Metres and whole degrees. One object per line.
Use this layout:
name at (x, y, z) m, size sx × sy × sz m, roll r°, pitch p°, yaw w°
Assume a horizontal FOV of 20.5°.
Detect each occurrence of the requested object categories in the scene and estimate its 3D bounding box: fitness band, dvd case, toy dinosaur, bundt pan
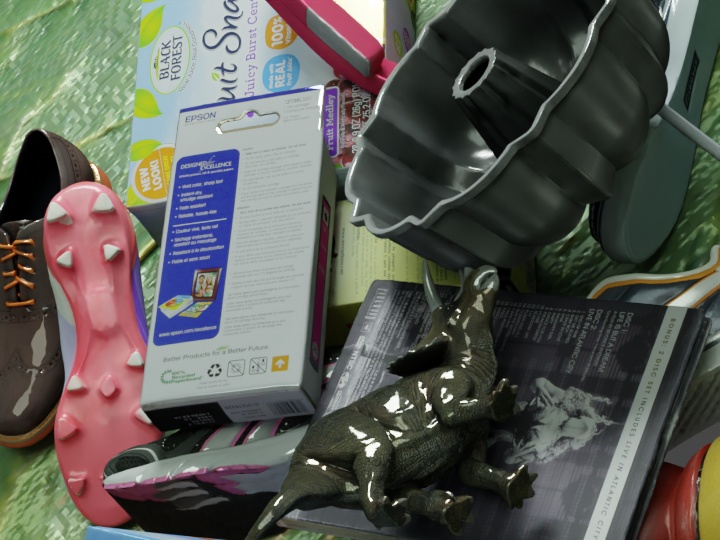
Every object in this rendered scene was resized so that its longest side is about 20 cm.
fitness band at (0.020, -0.181, 1.176) m, size 0.143 × 0.038 × 0.200 m, roll -35°, pitch 68°, yaw -22°
dvd case at (0.064, 0.076, 0.999) m, size 0.198 × 0.016 × 0.150 m, roll 4°, pitch 57°, yaw 35°
toy dinosaur at (0.017, 0.085, 0.946) m, size 0.200 × 0.077 × 0.102 m, roll -40°, pitch 32°, yaw -22°
bundt pan at (0.085, -0.082, 1.041) m, size 0.202 × 0.076 × 0.203 m, roll -42°, pitch 26°, yaw 26°

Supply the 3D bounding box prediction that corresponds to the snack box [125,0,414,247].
snack box at (-0.053, -0.122, 1.225) m, size 0.167 × 0.068 × 0.202 m, roll -9°, pitch 58°, yaw 18°

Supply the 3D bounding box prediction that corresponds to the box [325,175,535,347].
box at (0.000, 0.000, 1.144) m, size 0.198 × 0.050 × 0.076 m, roll -10°, pitch 58°, yaw 17°

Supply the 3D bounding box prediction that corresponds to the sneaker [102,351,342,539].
sneaker at (-0.045, 0.089, 1.107) m, size 0.198 × 0.081 × 0.087 m, roll -12°, pitch 51°, yaw 4°

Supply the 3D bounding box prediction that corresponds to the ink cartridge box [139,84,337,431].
ink cartridge box at (-0.065, -0.009, 1.108) m, size 0.094 × 0.037 × 0.202 m, roll -8°, pitch 58°, yaw 18°

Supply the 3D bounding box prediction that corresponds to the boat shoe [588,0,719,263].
boat shoe at (0.142, -0.092, 1.127) m, size 0.090 × 0.071 × 0.202 m, roll 5°, pitch 58°, yaw 27°

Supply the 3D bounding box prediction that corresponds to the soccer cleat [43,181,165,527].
soccer cleat at (-0.149, 0.048, 1.167) m, size 0.066 × 0.076 × 0.202 m, roll -8°, pitch 85°, yaw 2°

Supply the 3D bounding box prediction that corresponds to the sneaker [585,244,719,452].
sneaker at (0.129, 0.060, 1.038) m, size 0.199 × 0.079 × 0.080 m, roll -28°, pitch 55°, yaw 1°

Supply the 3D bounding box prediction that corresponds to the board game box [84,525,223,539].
board game box at (-0.022, 0.160, 0.971) m, size 0.150 × 0.200 × 0.037 m, roll 8°, pitch 84°, yaw 27°

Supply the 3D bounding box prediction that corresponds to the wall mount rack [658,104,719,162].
wall mount rack at (0.249, -0.101, 1.068) m, size 0.173 × 0.075 × 0.201 m, roll 23°, pitch 72°, yaw 23°

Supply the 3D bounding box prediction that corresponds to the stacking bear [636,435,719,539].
stacking bear at (0.196, 0.126, 0.956) m, size 0.198 × 0.122 × 0.115 m, roll -7°, pitch 57°, yaw 29°

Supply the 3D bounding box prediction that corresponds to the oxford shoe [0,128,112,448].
oxford shoe at (-0.204, 0.009, 1.214) m, size 0.070 × 0.073 × 0.202 m, roll -7°, pitch 60°, yaw 19°
